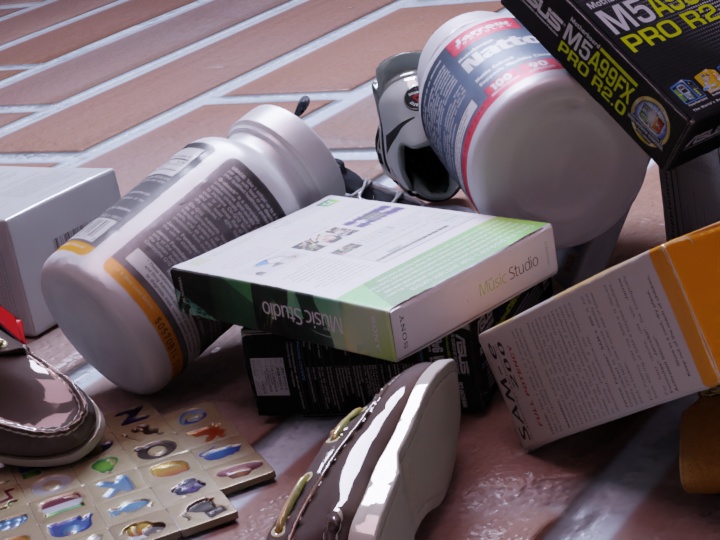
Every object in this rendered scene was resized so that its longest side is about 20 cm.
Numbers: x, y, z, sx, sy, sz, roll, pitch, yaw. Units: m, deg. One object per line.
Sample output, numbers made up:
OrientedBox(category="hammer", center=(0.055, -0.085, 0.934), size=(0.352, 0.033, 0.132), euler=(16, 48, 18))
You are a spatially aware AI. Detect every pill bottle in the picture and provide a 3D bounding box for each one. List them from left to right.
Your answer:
OrientedBox(category="pill bottle", center=(-0.109, -0.019, 1.140), size=(0.200, 0.117, 0.116), euler=(-42, 32, -27))
OrientedBox(category="pill bottle", center=(0.104, -0.105, 1.131), size=(0.119, 0.120, 0.200), euler=(-14, 27, -8))

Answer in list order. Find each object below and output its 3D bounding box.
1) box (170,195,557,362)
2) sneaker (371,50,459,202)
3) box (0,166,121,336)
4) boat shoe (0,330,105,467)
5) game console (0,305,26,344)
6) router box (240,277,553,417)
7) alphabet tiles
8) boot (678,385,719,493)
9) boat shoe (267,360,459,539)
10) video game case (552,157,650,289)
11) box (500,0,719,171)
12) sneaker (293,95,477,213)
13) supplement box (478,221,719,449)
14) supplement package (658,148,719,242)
OrientedBox(category="box", center=(0.000, 0.000, 1.026), size=(0.144, 0.037, 0.200), euler=(-26, 23, -37))
OrientedBox(category="sneaker", center=(0.050, -0.083, 1.317), size=(0.074, 0.089, 0.200), euler=(-16, -24, 5))
OrientedBox(category="box", center=(-0.299, -0.020, 1.358), size=(0.199, 0.098, 0.124), euler=(4, 24, 37))
OrientedBox(category="boat shoe", center=(-0.249, 0.059, 1.040), size=(0.199, 0.060, 0.072), euler=(23, 56, 22))
OrientedBox(category="game console", center=(-0.349, 0.039, 1.163), size=(0.199, 0.031, 0.177), euler=(-8, -20, 10))
OrientedBox(category="router box", center=(0.030, 0.025, 1.086), size=(0.149, 0.062, 0.200), euler=(-4, 20, 21))
OrientedBox(category="alphabet tiles", center=(-0.147, 0.124, 0.992), size=(0.166, 0.006, 0.200), euler=(-17, 19, -17))
OrientedBox(category="boot", center=(0.223, 0.091, 0.793), size=(0.143, 0.071, 0.201), euler=(-12, 13, 14))
OrientedBox(category="boat shoe", center=(0.007, 0.102, 0.853), size=(0.059, 0.072, 0.200), euler=(-1, 25, 17))
OrientedBox(category="video game case", center=(0.162, -0.098, 1.191), size=(0.023, 0.201, 0.182), euler=(18, 11, -18))
OrientedBox(category="box", center=(0.213, -0.159, 1.052), size=(0.199, 0.044, 0.160), euler=(-23, 62, -32))
OrientedBox(category="sneaker", center=(-0.016, -0.064, 1.249), size=(0.199, 0.141, 0.078), euler=(-9, 18, 9))
OrientedBox(category="supplement box", center=(0.165, 0.024, 0.874), size=(0.126, 0.074, 0.200), euler=(-20, -6, -26))
OrientedBox(category="supplement package", center=(0.287, -0.053, 1.084), size=(0.109, 0.114, 0.200), euler=(-16, 20, -16))
